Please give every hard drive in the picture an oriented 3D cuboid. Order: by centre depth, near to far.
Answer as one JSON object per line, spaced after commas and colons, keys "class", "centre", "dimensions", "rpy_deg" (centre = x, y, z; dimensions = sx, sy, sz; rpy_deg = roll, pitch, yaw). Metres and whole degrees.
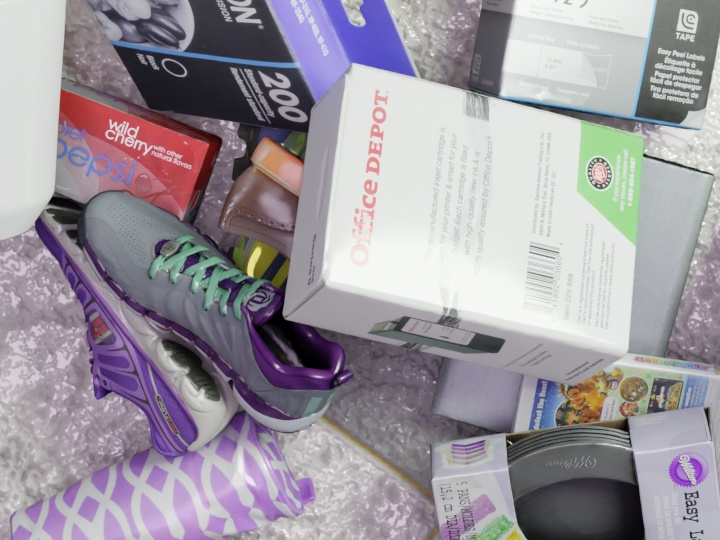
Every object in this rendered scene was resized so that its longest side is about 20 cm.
{"class": "hard drive", "centre": [0.138, 0.014, 1.639], "dimensions": [0.139, 0.033, 0.201], "rpy_deg": [15, 97, 4]}

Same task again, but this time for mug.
{"class": "mug", "centre": [-0.259, -0.102, 1.565], "dimensions": [0.149, 0.186, 0.154], "rpy_deg": [-11, 106, -26]}

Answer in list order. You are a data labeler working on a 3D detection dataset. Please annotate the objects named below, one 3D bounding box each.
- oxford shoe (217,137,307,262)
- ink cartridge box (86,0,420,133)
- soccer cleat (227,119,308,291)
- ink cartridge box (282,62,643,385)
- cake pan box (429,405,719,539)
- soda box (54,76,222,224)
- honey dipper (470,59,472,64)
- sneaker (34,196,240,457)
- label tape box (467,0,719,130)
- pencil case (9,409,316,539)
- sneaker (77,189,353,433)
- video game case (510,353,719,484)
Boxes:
{"class": "oxford shoe", "centre": [0.000, 0.000, 1.594], "dimensions": [0.200, 0.071, 0.073], "rpy_deg": [36, 92, -8]}
{"class": "ink cartridge box", "centre": [-0.076, -0.162, 1.538], "dimensions": [0.199, 0.198, 0.044], "rpy_deg": [8, 57, 27]}
{"class": "soccer cleat", "centre": [-0.043, -0.011, 1.635], "dimensions": [0.083, 0.065, 0.201], "rpy_deg": [4, 95, 9]}
{"class": "ink cartridge box", "centre": [0.063, -0.027, 1.528], "dimensions": [0.199, 0.084, 0.147], "rpy_deg": [14, 69, -16]}
{"class": "cake pan box", "centre": [0.146, 0.186, 1.615], "dimensions": [0.183, 0.052, 0.201], "rpy_deg": [-8, 117, 3]}
{"class": "soda box", "centre": [-0.196, -0.089, 1.643], "dimensions": [0.199, 0.063, 0.070], "rpy_deg": [21, 98, 2]}
{"class": "honey dipper", "centre": [0.070, -0.076, 1.635], "dimensions": [0.038, 0.038, 0.201], "rpy_deg": [21, 99, 3]}
{"class": "sneaker", "centre": [-0.160, 0.036, 1.628], "dimensions": [0.083, 0.080, 0.200], "rpy_deg": [-46, 66, 26]}
{"class": "label tape box", "centre": [0.159, -0.198, 1.578], "dimensions": [0.142, 0.066, 0.201], "rpy_deg": [8, 99, -18]}
{"class": "pencil case", "centre": [-0.136, 0.164, 1.655], "dimensions": [0.199, 0.084, 0.086], "rpy_deg": [-24, 128, 9]}
{"class": "sneaker", "centre": [-0.085, 0.010, 1.558], "dimensions": [0.200, 0.088, 0.074], "rpy_deg": [41, 58, -2]}
{"class": "video game case", "centre": [0.195, 0.122, 1.617], "dimensions": [0.199, 0.018, 0.144], "rpy_deg": [8, 119, -2]}
